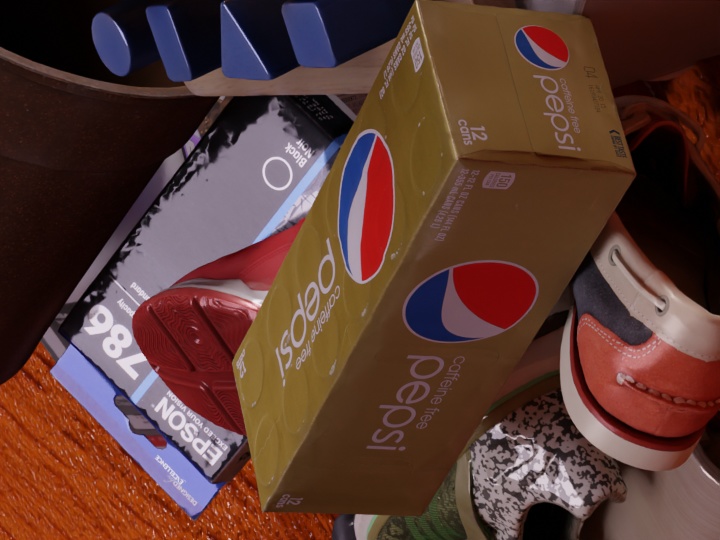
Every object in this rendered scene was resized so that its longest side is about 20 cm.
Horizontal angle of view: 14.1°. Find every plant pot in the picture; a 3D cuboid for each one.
[{"bbox_3d":[-0.168,-0.065,1.217,0.201,0.199,0.199,56,129,34],"label":"plant pot"}]

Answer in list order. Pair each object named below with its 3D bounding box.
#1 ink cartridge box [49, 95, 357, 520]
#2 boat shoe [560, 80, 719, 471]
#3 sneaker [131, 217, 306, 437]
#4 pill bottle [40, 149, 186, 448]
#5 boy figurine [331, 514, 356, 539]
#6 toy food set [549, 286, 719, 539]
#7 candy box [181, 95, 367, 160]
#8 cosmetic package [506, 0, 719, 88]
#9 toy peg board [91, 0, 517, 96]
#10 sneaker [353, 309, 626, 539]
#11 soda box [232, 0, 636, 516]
[{"bbox_3d":[-0.057,0.014,1.236,0.099,0.039,0.200,43,118,9],"label":"ink cartridge box"},{"bbox_3d":[0.094,-0.021,0.975,0.201,0.071,0.063,-92,19,-52],"label":"boat shoe"},{"bbox_3d":[0.000,0.000,1.153,0.199,0.116,0.079,-9,121,51],"label":"sneaker"},{"bbox_3d":[-0.118,-0.009,1.422,0.114,0.114,0.200,51,173,41],"label":"pill bottle"},{"bbox_3d":[0.030,0.063,1.292,0.200,0.064,0.125,110,145,-58],"label":"boy figurine"},{"bbox_3d":[0.112,0.055,1.127,0.144,0.060,0.201,102,152,-49],"label":"toy food set"},{"bbox_3d":[-0.033,-0.108,1.302,0.168,0.071,0.201,3,109,65],"label":"candy box"},{"bbox_3d":[0.103,-0.153,0.929,0.091,0.106,0.200,60,153,26],"label":"cosmetic package"},{"bbox_3d":[-0.064,-0.142,0.992,0.199,0.097,0.200,5,117,56],"label":"toy peg board"},{"bbox_3d":[0.054,0.101,1.125,0.089,0.076,0.200,62,158,23],"label":"sneaker"},{"bbox_3d":[0.019,0.002,0.972,0.200,0.064,0.068,117,148,-47],"label":"soda box"}]
